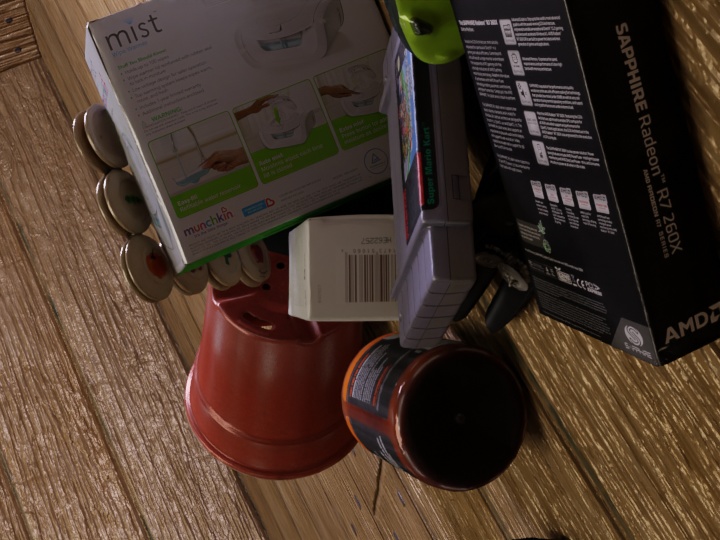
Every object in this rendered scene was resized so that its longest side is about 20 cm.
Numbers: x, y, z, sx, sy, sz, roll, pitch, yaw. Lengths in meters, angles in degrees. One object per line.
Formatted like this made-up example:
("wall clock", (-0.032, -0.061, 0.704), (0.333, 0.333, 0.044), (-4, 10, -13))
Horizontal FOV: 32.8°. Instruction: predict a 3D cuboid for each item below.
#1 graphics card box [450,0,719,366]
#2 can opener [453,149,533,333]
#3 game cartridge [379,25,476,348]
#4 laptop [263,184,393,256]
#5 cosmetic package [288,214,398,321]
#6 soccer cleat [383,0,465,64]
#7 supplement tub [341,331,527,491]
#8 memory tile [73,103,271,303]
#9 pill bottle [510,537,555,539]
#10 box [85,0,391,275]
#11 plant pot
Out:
("graphics card box", (0.109, -0.064, 0.600), (0.125, 0.050, 0.203), (25, 135, 68))
("can opener", (0.091, -0.004, 0.765), (0.063, 0.079, 0.201), (22, 156, 10))
("game cartridge", (0.037, -0.068, 0.739), (0.130, 0.038, 0.203), (97, 171, -69))
("laptop", (-0.053, -0.096, 1.049), (0.178, 0.102, 0.202), (103, 145, -65))
("cosmetic package", (0.000, 0.000, 0.907), (0.200, 0.100, 0.075), (-178, 88, -82))
("soccer cleat", (0.030, -0.213, 0.650), (0.081, 0.067, 0.203), (-123, 22, -66))
("supplement tub", (0.046, 0.103, 0.958), (0.108, 0.106, 0.200), (69, 165, -8))
("memory tile", (-0.140, -0.055, 0.955), (0.199, 0.017, 0.155), (-10, -101, -65))
("pill bottle", (0.140, 0.317, 0.928), (0.112, 0.111, 0.203), (26, 136, 68))
("box", (-0.073, -0.118, 0.873), (0.178, 0.198, 0.097), (66, 165, -1))
("plant pot", (-0.077, 0.070, 1.220), (0.202, 0.198, 0.197), (57, 154, 33))
